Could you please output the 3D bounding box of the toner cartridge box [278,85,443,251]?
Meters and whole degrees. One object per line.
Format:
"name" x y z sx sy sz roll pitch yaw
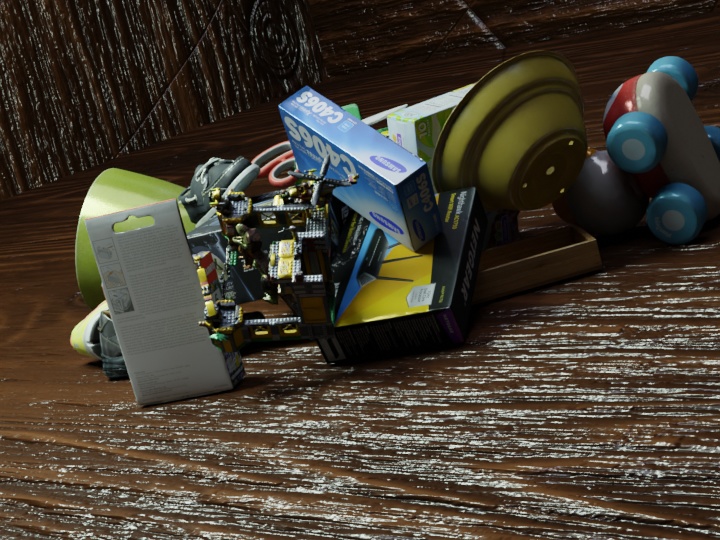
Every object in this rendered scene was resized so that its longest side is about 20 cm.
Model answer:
"toner cartridge box" -0.001 -0.107 1.617 0.043 0.095 0.200 -37 47 -18

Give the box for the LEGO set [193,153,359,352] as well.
"LEGO set" -0.088 -0.024 1.522 0.153 0.116 0.201 4 56 10

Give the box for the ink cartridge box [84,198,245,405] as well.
"ink cartridge box" -0.196 0.028 1.582 0.108 0.201 0.050 -11 13 17

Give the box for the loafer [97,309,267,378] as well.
"loafer" -0.199 0.065 1.727 0.199 0.073 0.073 -12 11 12

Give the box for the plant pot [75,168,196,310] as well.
"plant pot" -0.231 -0.028 2.001 0.199 0.188 0.187 6 18 15

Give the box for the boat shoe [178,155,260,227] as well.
"boat shoe" -0.172 -0.097 1.839 0.076 0.060 0.200 -41 1 -27

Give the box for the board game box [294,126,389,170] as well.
"board game box" 0.034 -0.136 1.785 0.199 0.024 0.104 -20 24 -37

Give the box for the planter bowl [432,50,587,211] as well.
"planter bowl" 0.179 -0.126 1.668 0.200 0.201 0.083 -22 49 -29

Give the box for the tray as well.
"tray" 0.149 0.001 1.679 0.199 0.037 0.099 -17 12 -2

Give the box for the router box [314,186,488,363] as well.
"router box" 0.043 0.003 1.604 0.148 0.051 0.201 -10 36 20

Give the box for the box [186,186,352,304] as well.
"box" -0.082 -0.036 1.741 0.163 0.087 0.200 -13 11 21

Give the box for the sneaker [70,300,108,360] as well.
"sneaker" -0.264 0.049 1.878 0.199 0.079 0.090 -24 9 -41

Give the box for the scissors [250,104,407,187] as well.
"scissors" -0.041 -0.159 1.867 0.199 0.014 0.073 -35 41 -15

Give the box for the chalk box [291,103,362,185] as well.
"chalk box" -0.008 -0.098 1.918 0.124 0.201 0.124 -14 13 8

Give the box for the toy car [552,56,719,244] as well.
"toy car" 0.286 -0.111 1.745 0.199 0.177 0.184 -22 18 34

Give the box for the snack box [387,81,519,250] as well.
"snack box" 0.106 -0.094 1.755 0.142 0.201 0.053 -23 27 -32
